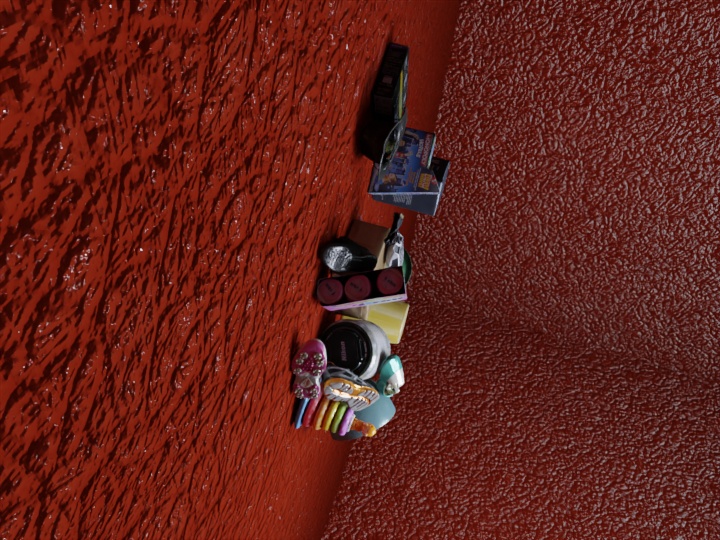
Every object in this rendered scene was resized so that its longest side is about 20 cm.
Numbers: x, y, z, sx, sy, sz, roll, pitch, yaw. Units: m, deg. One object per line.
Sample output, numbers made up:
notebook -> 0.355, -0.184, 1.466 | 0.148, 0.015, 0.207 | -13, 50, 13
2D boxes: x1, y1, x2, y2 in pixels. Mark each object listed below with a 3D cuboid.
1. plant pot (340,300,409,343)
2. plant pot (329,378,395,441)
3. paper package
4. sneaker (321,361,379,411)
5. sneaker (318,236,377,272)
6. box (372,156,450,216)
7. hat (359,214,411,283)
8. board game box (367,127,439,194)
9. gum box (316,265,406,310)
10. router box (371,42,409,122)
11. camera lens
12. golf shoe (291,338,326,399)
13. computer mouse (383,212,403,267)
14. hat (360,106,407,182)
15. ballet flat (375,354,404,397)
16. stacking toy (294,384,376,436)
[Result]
plant pot -> 0.049, 0.146, 1.673 | 0.201, 0.187, 0.202 | 15, 90, -83
plant pot -> -0.017, 0.375, 1.502 | 0.200, 0.199, 0.136 | -37, 105, -76
paper package -> 0.000, 0.000, 1.385 | 0.191, 0.103, 0.201 | 94, 13, -52
sneaker -> -0.023, 0.275, 1.255 | 0.200, 0.078, 0.077 | 41, 16, -46
sneaker -> -0.038, -0.040, 1.182 | 0.199, 0.104, 0.060 | 11, 109, -46
box -> 0.159, -0.280, 1.621 | 0.197, 0.198, 0.118 | -61, 164, -56
hat -> 0.045, -0.024, 1.532 | 0.166, 0.200, 0.176 | -50, 168, 8
board game box -> 0.141, -0.291, 1.476 | 0.062, 0.198, 0.202 | -22, 127, -78
gum box -> 0.003, 0.043, 1.190 | 0.114, 0.198, 0.067 | 53, 28, -80
router box -> 0.076, -0.430, 1.303 | 0.200, 0.052, 0.158 | 82, 24, -69
camera lens -> -0.013, 0.211, 1.389 | 0.200, 0.159, 0.161 | 21, 84, -72
golf shoe -> -0.111, 0.200, 1.153 | 0.201, 0.075, 0.092 | 105, -5, -45
computer mouse -> 0.086, -0.056, 1.371 | 0.201, 0.043, 0.110 | 84, 17, -53
hat -> 0.045, -0.304, 1.220 | 0.201, 0.080, 0.202 | 25, 90, -85
ballet flat -> 0.086, 0.288, 1.400 | 0.067, 0.070, 0.201 | -33, 157, -22
stacking toy -> -0.055, 0.360, 1.292 | 0.116, 0.199, 0.111 | -49, 159, -67
